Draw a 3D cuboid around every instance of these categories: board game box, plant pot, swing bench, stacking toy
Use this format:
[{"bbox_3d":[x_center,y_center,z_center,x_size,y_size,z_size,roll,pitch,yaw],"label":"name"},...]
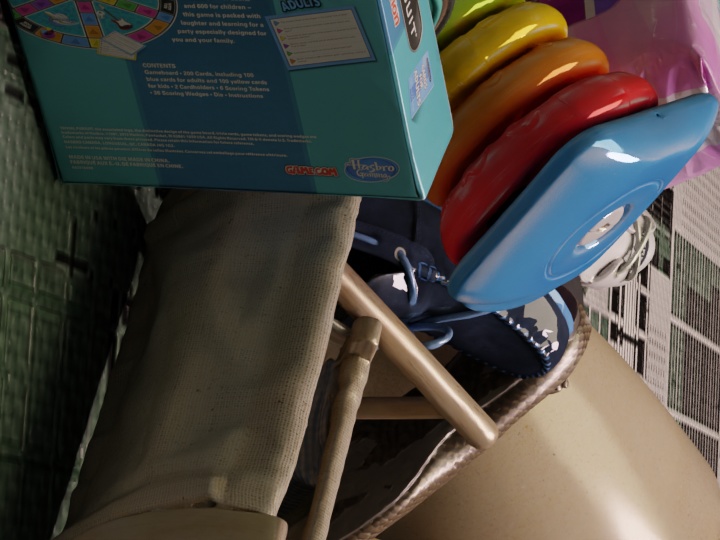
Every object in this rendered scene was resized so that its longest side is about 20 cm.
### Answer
[{"bbox_3d":[-0.057,-0.120,1.087,0.047,0.151,0.200,-66,152,-46],"label":"board game box"},{"bbox_3d":[0.059,0.076,1.490,0.200,0.187,0.187,61,32,-33],"label":"plant pot"},{"bbox_3d":[-0.042,0.083,1.205,0.200,0.130,0.199,65,31,-45],"label":"swing bench"},{"bbox_3d":[0.038,-0.091,1.231,0.200,0.110,0.116,51,36,14],"label":"stacking toy"}]

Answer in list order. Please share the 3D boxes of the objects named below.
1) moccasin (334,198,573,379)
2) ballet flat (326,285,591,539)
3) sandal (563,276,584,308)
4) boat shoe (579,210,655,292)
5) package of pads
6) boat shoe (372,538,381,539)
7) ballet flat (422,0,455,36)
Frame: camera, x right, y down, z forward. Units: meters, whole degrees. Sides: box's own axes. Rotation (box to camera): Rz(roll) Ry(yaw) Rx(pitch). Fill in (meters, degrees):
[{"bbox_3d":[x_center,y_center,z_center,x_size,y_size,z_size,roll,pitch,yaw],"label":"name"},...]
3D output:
[{"bbox_3d":[0.000,0.000,1.313,0.080,0.200,0.068,-40,-156,55],"label":"moccasin"},{"bbox_3d":[0.027,0.080,1.373,0.200,0.067,0.046,-39,139,-12],"label":"ballet flat"},{"bbox_3d":[0.086,-0.021,1.501,0.045,0.075,0.200,-61,165,-16],"label":"sandal"},{"bbox_3d":[0.132,-0.025,1.638,0.200,0.067,0.074,-52,165,-81],"label":"boat shoe"},{"bbox_3d":[0.106,-0.107,1.368,0.200,0.120,0.076,-90,156,-53],"label":"package of pads"},{"bbox_3d":[0.006,0.213,1.463,0.065,0.072,0.200,-78,166,-47],"label":"boat shoe"},{"bbox_3d":[-0.026,-0.101,1.190,0.068,0.200,0.068,34,53,-20],"label":"ballet flat"}]
